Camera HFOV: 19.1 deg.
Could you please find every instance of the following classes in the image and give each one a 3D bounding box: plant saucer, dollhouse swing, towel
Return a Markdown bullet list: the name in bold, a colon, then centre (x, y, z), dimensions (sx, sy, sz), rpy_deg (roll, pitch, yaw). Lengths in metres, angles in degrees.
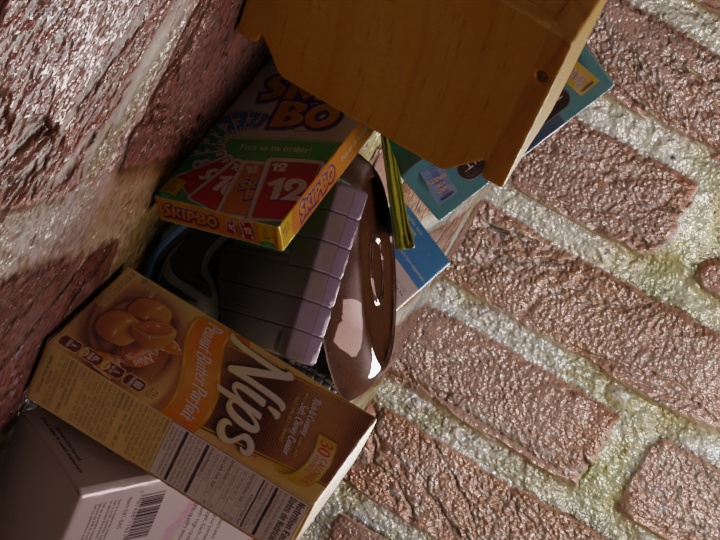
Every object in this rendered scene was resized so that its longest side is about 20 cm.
- **plant saucer**: centre (0.000, 0.000, 1.644), dimensions (0.200, 0.032, 0.200), rpy_deg (-4, 90, -80)
- **dollhouse swing**: centre (0.063, -0.202, 1.363), dimensions (0.176, 0.200, 0.182), rpy_deg (-54, 171, -45)
- **towel**: centre (0.022, -0.120, 1.669), dimensions (0.086, 0.018, 0.200), rpy_deg (-84, 167, -78)

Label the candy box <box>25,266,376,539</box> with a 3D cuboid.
- **candy box**: centre (-0.102, 0.089, 1.395), dimensions (0.055, 0.200, 0.115), rpy_deg (-64, 173, 33)

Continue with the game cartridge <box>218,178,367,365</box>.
- **game cartridge**: centre (-0.060, -0.007, 1.520), dimensions (0.200, 0.038, 0.130), rpy_deg (13, -100, 66)

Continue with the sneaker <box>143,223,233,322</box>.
- **sneaker**: centre (-0.120, 0.032, 1.507), dimensions (0.200, 0.083, 0.071), rpy_deg (-63, 168, 16)

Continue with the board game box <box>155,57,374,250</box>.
- **board game box**: centre (-0.048, -0.093, 1.456), dimensions (0.200, 0.095, 0.030), rpy_deg (-53, 147, -41)

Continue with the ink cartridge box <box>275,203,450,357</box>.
- **ink cartridge box**: centre (-0.035, 0.033, 1.789), dimensions (0.200, 0.068, 0.116), rpy_deg (-41, -169, -20)

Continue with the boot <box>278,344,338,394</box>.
- **boot**: centre (-0.102, 0.110, 1.688), dimensions (0.068, 0.131, 0.200), rpy_deg (38, 82, -42)

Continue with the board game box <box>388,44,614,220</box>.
- **board game box**: centre (0.088, -0.130, 1.514), dimensions (0.151, 0.047, 0.200), rpy_deg (-38, -158, 9)

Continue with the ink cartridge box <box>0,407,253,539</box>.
- **ink cartridge box**: centre (-0.150, 0.159, 1.468), dimensions (0.200, 0.084, 0.145), rpy_deg (-8, 135, -41)
